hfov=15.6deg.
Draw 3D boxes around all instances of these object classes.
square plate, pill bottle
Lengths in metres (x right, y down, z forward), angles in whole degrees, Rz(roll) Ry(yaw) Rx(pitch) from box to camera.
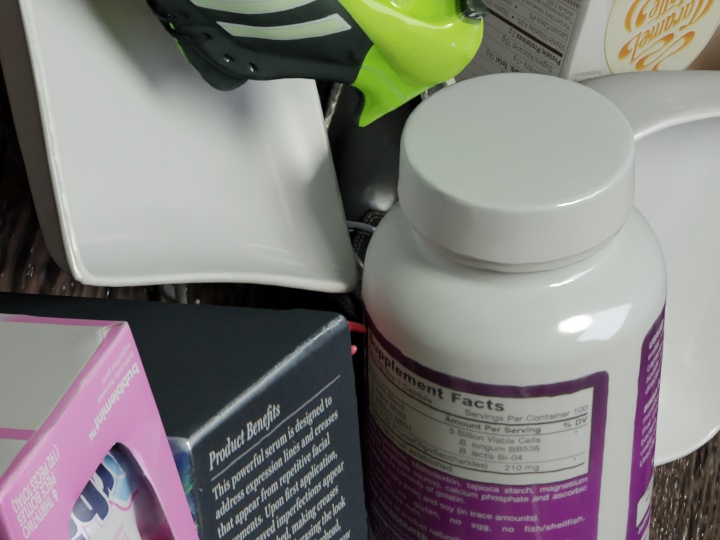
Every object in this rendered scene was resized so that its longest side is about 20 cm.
[{"bbox_3d":[-0.073,-0.087,0.892,0.200,0.028,0.199,3,71,-65],"label":"square plate"},{"bbox_3d":[0.056,0.031,0.977,0.112,0.112,0.201,-56,154,-47],"label":"pill bottle"}]

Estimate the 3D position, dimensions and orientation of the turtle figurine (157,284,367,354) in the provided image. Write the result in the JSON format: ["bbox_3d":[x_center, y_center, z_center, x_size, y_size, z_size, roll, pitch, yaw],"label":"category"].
[{"bbox_3d":[-0.049,0.091,0.952,0.150,0.100,0.201,-57,147,-46],"label":"turtle figurine"}]

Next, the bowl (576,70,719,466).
[{"bbox_3d":[0.112,-0.005,1.135,0.200,0.075,0.200,-7,129,-47],"label":"bowl"}]

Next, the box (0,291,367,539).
[{"bbox_3d":[-0.082,0.117,0.817,0.107,0.148,0.201,-37,126,-58],"label":"box"}]

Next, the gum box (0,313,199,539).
[{"bbox_3d":[-0.130,0.071,0.646,0.066,0.199,0.114,-57,141,-46],"label":"gum box"}]

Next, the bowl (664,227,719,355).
[{"bbox_3d":[0.143,-0.026,1.295,0.201,0.090,0.202,-161,-90,-73],"label":"bowl"}]

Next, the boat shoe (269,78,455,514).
[{"bbox_3d":[0.000,0.000,1.064,0.068,0.072,0.201,21,77,-64],"label":"boat shoe"}]

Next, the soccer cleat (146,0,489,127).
[{"bbox_3d":[-0.049,-0.102,0.846,0.200,0.081,0.068,26,41,-32],"label":"soccer cleat"}]

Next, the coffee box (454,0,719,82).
[{"bbox_3d":[0.109,-0.131,1.159,0.114,0.080,0.201,-12,127,-42],"label":"coffee box"}]
